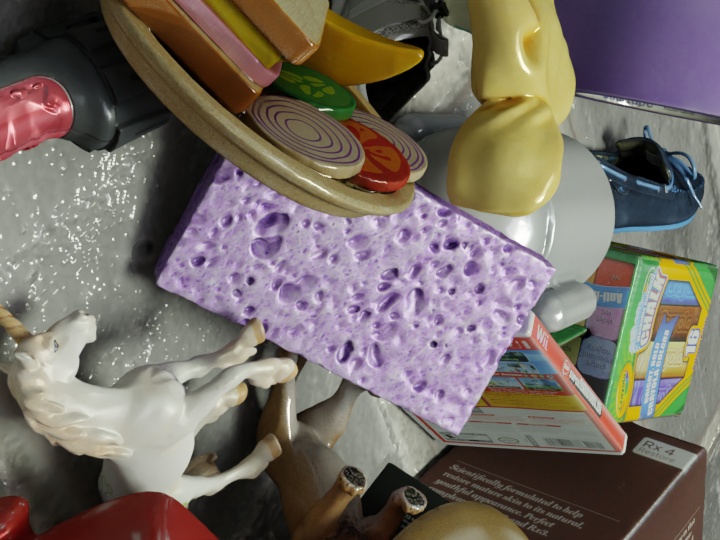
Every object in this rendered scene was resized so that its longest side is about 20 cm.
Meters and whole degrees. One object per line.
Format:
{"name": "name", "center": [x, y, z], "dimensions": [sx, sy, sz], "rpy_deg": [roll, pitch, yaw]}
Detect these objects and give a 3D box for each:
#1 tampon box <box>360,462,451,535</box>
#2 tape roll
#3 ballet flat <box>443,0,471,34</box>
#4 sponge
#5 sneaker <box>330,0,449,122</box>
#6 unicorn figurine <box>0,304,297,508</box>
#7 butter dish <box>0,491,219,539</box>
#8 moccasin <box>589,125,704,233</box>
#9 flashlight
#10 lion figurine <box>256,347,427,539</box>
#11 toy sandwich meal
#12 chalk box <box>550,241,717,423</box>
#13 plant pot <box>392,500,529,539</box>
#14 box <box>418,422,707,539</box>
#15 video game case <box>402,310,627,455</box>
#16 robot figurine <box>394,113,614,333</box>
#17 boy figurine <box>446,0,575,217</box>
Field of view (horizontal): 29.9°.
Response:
{"name": "tampon box", "center": [0.005, 0.255, 0.831], "dimensions": [0.200, 0.126, 0.150], "rpy_deg": [-45, 157, -36]}
{"name": "tape roll", "center": [0.224, -0.152, 0.946], "dimensions": [0.199, 0.199, 0.086], "rpy_deg": [0, 102, -54]}
{"name": "ballet flat", "center": [0.103, -0.232, 0.866], "dimensions": [0.070, 0.069, 0.201], "rpy_deg": [51, 56, -50]}
{"name": "sponge", "center": [0.000, 0.000, 0.728], "dimensions": [0.199, 0.030, 0.112], "rpy_deg": [28, 100, -22]}
{"name": "sneaker", "center": [0.025, -0.139, 0.772], "dimensions": [0.201, 0.082, 0.075], "rpy_deg": [-63, 144, -18]}
{"name": "unicorn figurine", "center": [-0.104, 0.073, 0.675], "dimensions": [0.137, 0.074, 0.201], "rpy_deg": [-24, 131, -28]}
{"name": "butter dish", "center": [-0.130, 0.167, 0.607], "dimensions": [0.199, 0.200, 0.148], "rpy_deg": [-36, 101, -2]}
{"name": "moccasin", "center": [0.229, -0.072, 1.085], "dimensions": [0.199, 0.080, 0.069], "rpy_deg": [-16, 127, -52]}
{"name": "flashlight", "center": [-0.161, -0.051, 0.561], "dimensions": [0.200, 0.068, 0.068], "rpy_deg": [-31, 126, -44]}
{"name": "lion figurine", "center": [-0.026, 0.126, 0.773], "dimensions": [0.072, 0.201, 0.123], "rpy_deg": [17, 127, -23]}
{"name": "toy sandwich meal", "center": [-0.039, -0.110, 0.621], "dimensions": [0.070, 0.206, 0.205], "rpy_deg": [-47, 151, 20]}
{"name": "chalk box", "center": [0.162, 0.037, 0.999], "dimensions": [0.199, 0.124, 0.125], "rpy_deg": [6, 98, -56]}
{"name": "plant pot", "center": [0.054, 0.227, 0.728], "dimensions": [0.199, 0.027, 0.202], "rpy_deg": [-6, 98, -47]}
{"name": "box", "center": [0.150, 0.229, 1.021], "dimensions": [0.164, 0.165, 0.201], "rpy_deg": [-35, 129, -42]}
{"name": "video game case", "center": [0.079, 0.075, 0.883], "dimensions": [0.200, 0.142, 0.018], "rpy_deg": [46, 51, -51]}
{"name": "robot figurine", "center": [0.087, -0.033, 0.852], "dimensions": [0.113, 0.170, 0.199], "rpy_deg": [-49, 157, 27]}
{"name": "boy figurine", "center": [0.083, -0.121, 0.741], "dimensions": [0.124, 0.064, 0.202], "rpy_deg": [38, 52, -64]}
